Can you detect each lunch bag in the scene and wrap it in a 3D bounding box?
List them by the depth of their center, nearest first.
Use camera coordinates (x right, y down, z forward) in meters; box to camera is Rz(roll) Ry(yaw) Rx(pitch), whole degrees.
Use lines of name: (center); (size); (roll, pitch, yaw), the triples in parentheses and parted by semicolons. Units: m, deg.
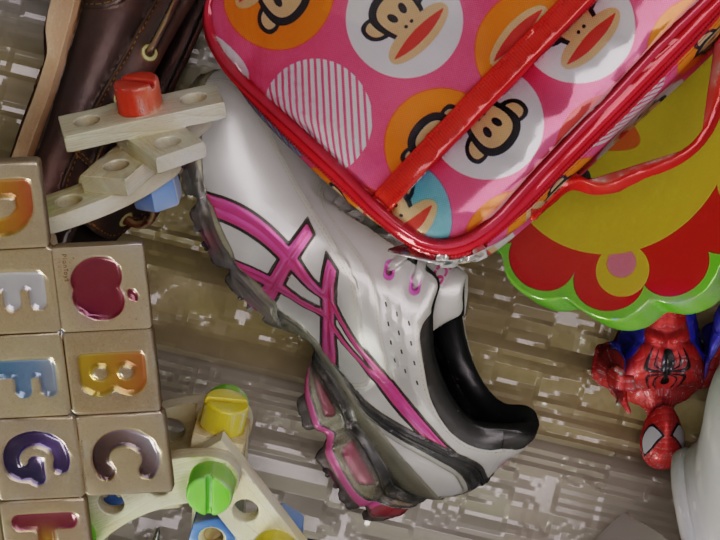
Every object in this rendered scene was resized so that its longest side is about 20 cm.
lunch bag: (0.059, -0.101, 1.027); (0.176, 0.082, 0.200); (45, 95, 11)

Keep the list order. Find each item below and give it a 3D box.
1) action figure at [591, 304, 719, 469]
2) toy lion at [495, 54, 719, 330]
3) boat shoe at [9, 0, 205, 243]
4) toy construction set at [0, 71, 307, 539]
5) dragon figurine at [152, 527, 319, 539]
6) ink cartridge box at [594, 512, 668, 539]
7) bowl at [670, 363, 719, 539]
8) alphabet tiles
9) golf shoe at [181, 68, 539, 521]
action figure: (0.127, -0.014, 1.116); (0.065, 0.099, 0.200); (-1, 95, -5)
toy lion: (0.095, -0.084, 1.079); (0.192, 0.069, 0.200); (20, 87, 22)
boat shoe: (-0.106, -0.049, 1.099); (0.070, 0.070, 0.200); (17, 90, -3)
toy construction set: (-0.094, 0.027, 1.037); (0.131, 0.092, 0.200); (-5, 103, 9)
dragon figurine: (-0.028, 0.146, 1.076); (0.200, 0.059, 0.099); (-9, 110, 36)
ink cartridge box: (0.070, 0.197, 1.105); (0.068, 0.116, 0.200); (45, 88, -7)
bowl: (0.182, 0.106, 1.091); (0.090, 0.201, 0.201); (-18, 94, 15)
alphabet tiles: (-0.172, 0.041, 1.000); (0.200, 0.006, 0.167); (-3, 111, 4)
golf shoe: (0.000, 0.000, 1.098); (0.092, 0.073, 0.200); (-23, 103, 28)
